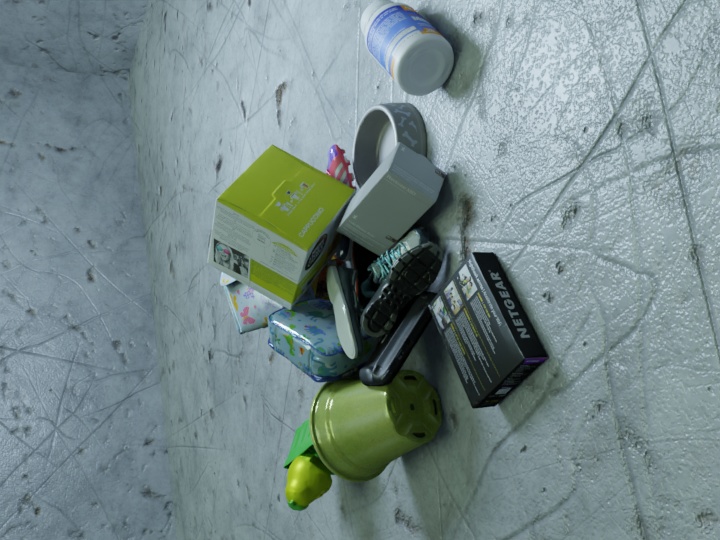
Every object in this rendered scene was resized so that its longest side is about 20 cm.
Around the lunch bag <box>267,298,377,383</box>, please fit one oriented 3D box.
[{"bbox_3d":[-0.071,0.131,1.384,0.200,0.161,0.083,26,125,39],"label":"lunch bag"}]

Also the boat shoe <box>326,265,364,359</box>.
[{"bbox_3d":[-0.014,0.072,1.310,0.073,0.062,0.200,110,152,-47],"label":"boat shoe"}]

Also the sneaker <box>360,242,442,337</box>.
[{"bbox_3d":[0.068,0.026,1.259,0.200,0.075,0.079,-49,7,11],"label":"sneaker"}]

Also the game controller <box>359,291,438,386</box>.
[{"bbox_3d":[0.070,0.119,1.247,0.200,0.042,0.104,-54,10,-24],"label":"game controller"}]

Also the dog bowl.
[{"bbox_3d":[0.048,-0.228,1.366,0.200,0.059,0.200,-1,89,61],"label":"dog bowl"}]

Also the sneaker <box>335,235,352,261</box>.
[{"bbox_3d":[-0.091,-0.116,1.535,0.077,0.146,0.203,-29,67,56],"label":"sneaker"}]

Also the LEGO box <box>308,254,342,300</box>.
[{"bbox_3d":[-0.149,0.010,1.637,0.200,0.077,0.149,25,115,33],"label":"LEGO box"}]

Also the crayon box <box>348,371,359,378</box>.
[{"bbox_3d":[-0.056,0.187,1.505,0.127,0.051,0.200,55,177,-39],"label":"crayon box"}]

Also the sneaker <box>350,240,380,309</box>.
[{"bbox_3d":[-0.001,0.000,1.450,0.108,0.067,0.202,151,121,-68],"label":"sneaker"}]

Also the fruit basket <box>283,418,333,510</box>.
[{"bbox_3d":[-0.083,0.415,1.515,0.216,0.155,0.216,-167,90,-69],"label":"fruit basket"}]

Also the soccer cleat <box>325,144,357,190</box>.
[{"bbox_3d":[-0.044,-0.162,1.438,0.067,0.076,0.200,-104,-2,-48],"label":"soccer cleat"}]

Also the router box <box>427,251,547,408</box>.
[{"bbox_3d":[0.193,0.093,1.113,0.149,0.051,0.200,-57,44,43],"label":"router box"}]

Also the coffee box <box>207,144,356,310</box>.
[{"bbox_3d":[-0.156,-0.086,1.395,0.200,0.200,0.198,30,141,6],"label":"coffee box"}]

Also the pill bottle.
[{"bbox_3d":[0.074,-0.406,1.259,0.200,0.112,0.112,60,140,41],"label":"pill bottle"}]

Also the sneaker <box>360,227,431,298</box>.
[{"bbox_3d":[0.065,-0.003,1.310,0.200,0.086,0.078,-59,43,45],"label":"sneaker"}]

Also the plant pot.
[{"bbox_3d":[0.040,0.265,1.282,0.184,0.200,0.201,-32,62,44],"label":"plant pot"}]

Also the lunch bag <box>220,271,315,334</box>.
[{"bbox_3d":[-0.215,0.020,1.562,0.169,0.127,0.200,-22,82,33],"label":"lunch bag"}]

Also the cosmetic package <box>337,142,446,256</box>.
[{"bbox_3d":[0.054,-0.124,1.278,0.200,0.107,0.090,-47,16,52],"label":"cosmetic package"}]
